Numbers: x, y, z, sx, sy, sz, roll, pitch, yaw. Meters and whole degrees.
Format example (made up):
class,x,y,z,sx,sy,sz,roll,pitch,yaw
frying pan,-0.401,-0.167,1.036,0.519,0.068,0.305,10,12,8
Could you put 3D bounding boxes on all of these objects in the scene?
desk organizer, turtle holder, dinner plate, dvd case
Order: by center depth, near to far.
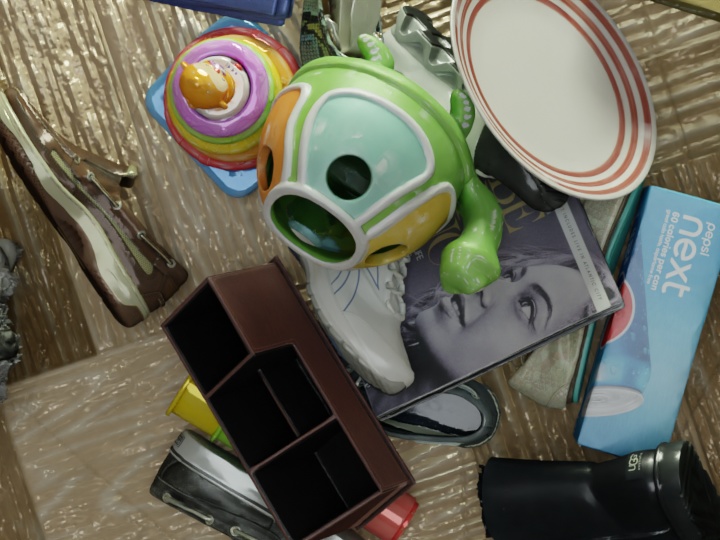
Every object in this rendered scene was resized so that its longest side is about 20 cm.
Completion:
class,x,y,z,sx,sy,sz,roll,pitch,yaw
turtle holder,0.008,-0.057,1.626,0.186,0.141,0.132,51,49,-22
desk organizer,-0.055,0.096,1.670,0.072,0.077,0.200,-43,71,36
dinner plate,0.137,-0.138,1.678,0.024,0.200,0.200,-31,90,42
dvd case,0.079,0.006,1.702,0.200,0.016,0.149,-25,60,10

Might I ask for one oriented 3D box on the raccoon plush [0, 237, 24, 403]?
class,x,y,z,sx,sy,sz,roll,pitch,yaw
raccoon plush,-0.314,0.062,1.753,0.097,0.134,0.200,17,125,-13

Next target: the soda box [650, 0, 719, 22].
class,x,y,z,sx,sy,sz,roll,pitch,yaw
soda box,0.272,-0.220,1.710,0.200,0.064,0.068,17,92,2

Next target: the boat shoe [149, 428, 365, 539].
class,x,y,z,sx,sy,sz,roll,pitch,yaw
boat shoe,-0.065,0.197,1.737,0.200,0.071,0.064,32,92,10

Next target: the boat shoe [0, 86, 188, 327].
class,x,y,z,sx,sy,sz,roll,pitch,yaw
boat shoe,-0.202,-0.059,1.739,0.075,0.075,0.202,-34,96,-11

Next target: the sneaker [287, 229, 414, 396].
class,x,y,z,sx,sy,sz,roll,pitch,yaw
sneaker,0.000,0.000,1.689,0.087,0.075,0.200,-25,61,2

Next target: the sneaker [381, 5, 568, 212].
class,x,y,z,sx,sy,sz,roll,pitch,yaw
sneaker,0.072,-0.099,1.708,0.089,0.074,0.200,-49,62,17

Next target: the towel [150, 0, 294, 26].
class,x,y,z,sx,sy,sz,roll,pitch,yaw
towel,-0.092,-0.289,1.722,0.145,0.024,0.200,13,92,31

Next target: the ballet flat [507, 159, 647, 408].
class,x,y,z,sx,sy,sz,roll,pitch,yaw
ballet flat,0.158,0.004,1.721,0.062,0.067,0.200,17,92,10

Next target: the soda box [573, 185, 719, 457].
class,x,y,z,sx,sy,sz,roll,pitch,yaw
soda box,0.218,0.041,1.719,0.068,0.064,0.200,16,91,2

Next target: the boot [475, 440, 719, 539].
class,x,y,z,sx,sy,sz,roll,pitch,yaw
boot,0.190,0.206,1.717,0.168,0.076,0.200,-8,130,27

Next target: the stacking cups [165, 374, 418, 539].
class,x,y,z,sx,sy,sz,roll,pitch,yaw
stacking cups,-0.046,0.133,1.739,0.200,0.061,0.061,30,93,-2

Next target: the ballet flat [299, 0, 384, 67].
class,x,y,z,sx,sy,sz,roll,pitch,yaw
ballet flat,-0.007,-0.234,1.710,0.074,0.074,0.200,-2,87,3

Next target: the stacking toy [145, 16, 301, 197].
class,x,y,z,sx,sy,sz,roll,pitch,yaw
stacking toy,-0.100,-0.128,1.660,0.110,0.200,0.116,-44,85,3

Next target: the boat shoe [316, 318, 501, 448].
class,x,y,z,sx,sy,sz,roll,pitch,yaw
boat shoe,0.009,0.085,1.730,0.200,0.062,0.073,18,95,3
